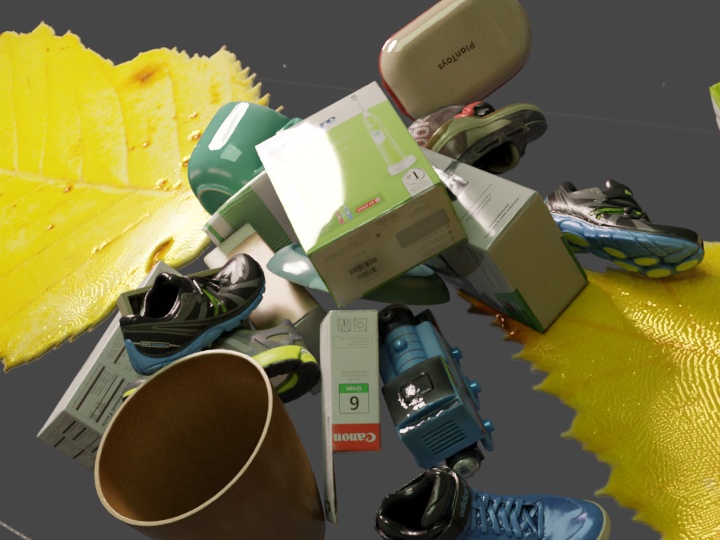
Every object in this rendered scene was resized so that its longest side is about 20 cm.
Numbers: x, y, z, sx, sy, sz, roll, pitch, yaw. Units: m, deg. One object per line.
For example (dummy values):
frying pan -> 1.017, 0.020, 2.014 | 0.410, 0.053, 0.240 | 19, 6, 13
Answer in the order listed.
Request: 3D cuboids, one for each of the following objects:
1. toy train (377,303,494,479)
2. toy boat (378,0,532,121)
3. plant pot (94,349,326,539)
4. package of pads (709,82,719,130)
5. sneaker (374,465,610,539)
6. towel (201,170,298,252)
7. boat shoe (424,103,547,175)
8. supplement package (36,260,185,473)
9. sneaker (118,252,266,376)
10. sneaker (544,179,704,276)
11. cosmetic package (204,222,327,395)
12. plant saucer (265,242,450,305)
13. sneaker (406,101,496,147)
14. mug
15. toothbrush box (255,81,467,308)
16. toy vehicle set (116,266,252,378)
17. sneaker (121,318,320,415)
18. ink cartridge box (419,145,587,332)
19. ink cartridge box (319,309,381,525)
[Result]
toy train -> 0.065, 0.112, 1.222 | 0.087, 0.114, 0.200 | -28, 40, 7
toy boat -> 0.118, -0.275, 1.582 | 0.200, 0.131, 0.131 | -35, 11, 0
plant pot -> -0.117, 0.208, 1.188 | 0.186, 0.200, 0.186 | -19, 42, 19
package of pads -> 0.448, -0.141, 1.242 | 0.154, 0.068, 0.200 | -25, 40, 12
sneaker -> 0.109, 0.219, 1.091 | 0.200, 0.111, 0.077 | -12, 45, 25
towel -> -0.085, -0.080, 1.495 | 0.200, 0.153, 0.023 | -37, 60, 0
boat shoe -> 0.151, -0.138, 1.402 | 0.066, 0.201, 0.072 | 54, 129, 17
supplement package -> -0.247, 0.118, 1.388 | 0.200, 0.111, 0.156 | -60, 11, -28
sneaker -> -0.166, 0.030, 1.265 | 0.071, 0.083, 0.200 | -12, 18, 41
sneaker -> 0.262, -0.051, 1.269 | 0.200, 0.071, 0.083 | 22, 71, 48
cosmetic package -> -0.091, 0.041, 1.411 | 0.071, 0.105, 0.200 | -40, 42, -3
plant saucer -> 0.000, 0.000, 1.334 | 0.200, 0.200, 0.027 | 21, 104, 45
sneaker -> 0.078, -0.125, 1.478 | 0.098, 0.071, 0.200 | 17, 60, 40
mug -> -0.139, -0.126, 1.546 | 0.152, 0.185, 0.114 | 22, 64, 10
toothbrush box -> -0.003, -0.080, 1.249 | 0.146, 0.086, 0.200 | -29, 43, 1
toy vehicle set -> -0.166, 0.104, 1.323 | 0.124, 0.200, 0.027 | -17, -10, -27
sneaker -> -0.143, 0.106, 1.269 | 0.200, 0.074, 0.081 | -13, 41, -3
ink cartridge box -> 0.119, -0.037, 1.308 | 0.083, 0.147, 0.200 | -48, 41, -11
ink cartridge box -> -0.010, 0.142, 1.212 | 0.050, 0.109, 0.200 | -1, 82, -7
